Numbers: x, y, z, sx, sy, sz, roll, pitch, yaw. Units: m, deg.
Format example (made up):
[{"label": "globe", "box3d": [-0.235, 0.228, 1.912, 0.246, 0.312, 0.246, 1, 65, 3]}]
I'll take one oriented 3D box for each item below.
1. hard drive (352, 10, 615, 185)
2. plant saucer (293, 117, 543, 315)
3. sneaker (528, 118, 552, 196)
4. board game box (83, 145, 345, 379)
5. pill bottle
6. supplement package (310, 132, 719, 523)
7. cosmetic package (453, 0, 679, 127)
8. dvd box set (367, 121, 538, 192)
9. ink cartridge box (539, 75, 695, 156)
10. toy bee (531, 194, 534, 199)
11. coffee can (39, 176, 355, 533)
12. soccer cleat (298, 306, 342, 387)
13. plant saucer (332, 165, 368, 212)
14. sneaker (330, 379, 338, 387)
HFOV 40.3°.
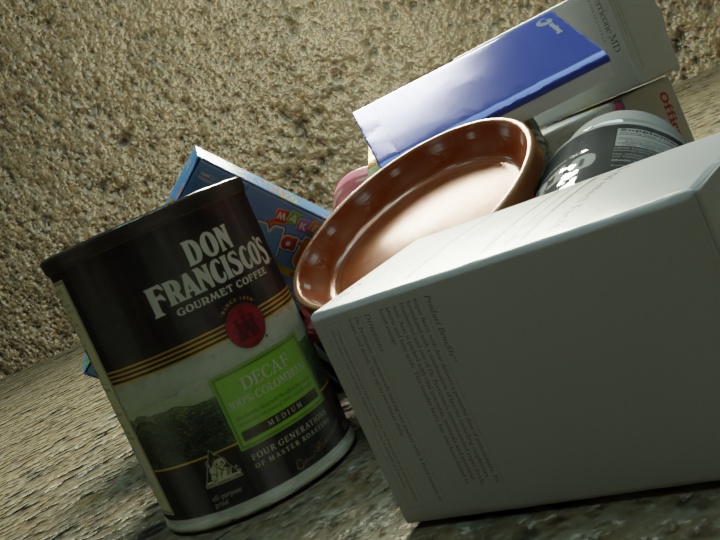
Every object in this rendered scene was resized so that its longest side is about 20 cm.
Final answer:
[{"label": "hard drive", "box3d": [0.097, -0.149, 0.835, 0.200, 0.025, 0.132, -27, 31, 3]}, {"label": "plant saucer", "box3d": [0.041, -0.033, 0.693, 0.200, 0.032, 0.200, -32, 24, 16]}, {"label": "sneaker", "box3d": [0.145, -0.096, 0.861, 0.092, 0.076, 0.200, -49, 43, -14]}, {"label": "board game box", "box3d": [-0.110, 0.022, 0.793, 0.200, 0.151, 0.037, -59, 23, 14]}, {"label": "pill bottle", "box3d": [0.163, -0.028, 0.619, 0.113, 0.113, 0.200, -21, 17, 25]}, {"label": "supplement package", "box3d": [0.102, 0.029, 0.469, 0.200, 0.121, 0.120, -19, 9, 38]}, {"label": "cosmetic package", "box3d": [0.205, -0.212, 0.999, 0.085, 0.108, 0.200, -27, 5, -40]}, {"label": "dvd box set", "box3d": [0.075, -0.107, 0.850, 0.146, 0.029, 0.200, -20, 33, 16]}, {"label": "ink cartridge box", "box3d": [0.245, -0.101, 0.999, 0.200, 0.129, 0.125, -26, 6, -26]}, {"label": "toy bee", "box3d": [0.119, -0.004, 0.752, 0.200, 0.109, 0.131, -27, 5, -20]}, {"label": "coffee can", "box3d": [-0.109, 0.055, 0.678, 0.146, 0.200, 0.146, -24, 7, 3]}, {"label": "soccer cleat", "box3d": [0.029, 0.066, 0.703, 0.200, 0.085, 0.069, 12, 47, 41]}, {"label": "plant saucer", "box3d": [0.061, -0.052, 1.190, 0.200, 0.200, 0.051, -17, 48, 46]}, {"label": "sneaker", "box3d": [0.011, 0.058, 0.901, 0.200, 0.075, 0.106, -16, 26, -2]}]
